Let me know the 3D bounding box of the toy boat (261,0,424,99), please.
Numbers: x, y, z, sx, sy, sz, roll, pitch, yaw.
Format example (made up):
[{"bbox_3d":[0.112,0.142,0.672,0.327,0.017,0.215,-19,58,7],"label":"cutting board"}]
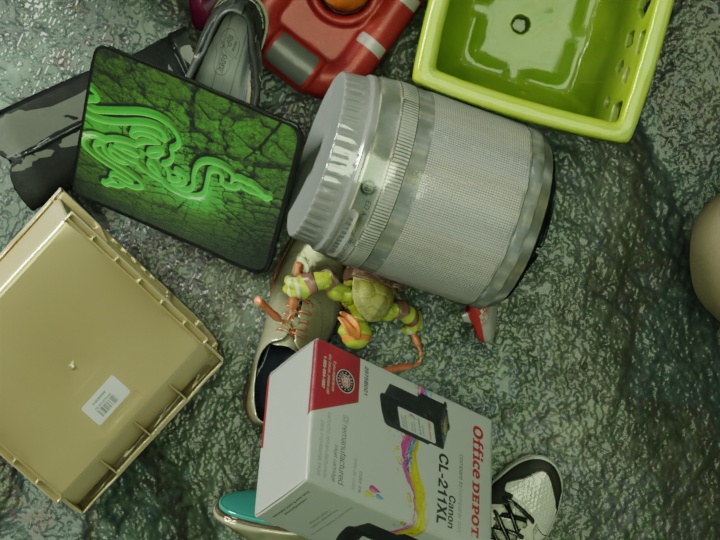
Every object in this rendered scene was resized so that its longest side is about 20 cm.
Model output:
[{"bbox_3d":[-0.012,-0.254,1.689,0.130,0.131,0.201,36,89,-3],"label":"toy boat"}]

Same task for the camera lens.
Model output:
[{"bbox_3d":[0.054,-0.067,1.608,0.198,0.160,0.162,18,90,-12],"label":"camera lens"}]

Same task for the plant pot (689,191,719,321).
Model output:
[{"bbox_3d":[0.372,-0.012,1.698,0.133,0.200,0.203,1,91,33],"label":"plant pot"}]

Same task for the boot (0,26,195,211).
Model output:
[{"bbox_3d":[-0.215,-0.104,1.715,0.198,0.066,0.166,-25,91,-3],"label":"boot"}]

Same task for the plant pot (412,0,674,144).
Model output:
[{"bbox_3d":[0.155,-0.225,1.672,0.198,0.181,0.201,16,90,-3],"label":"plant pot"}]

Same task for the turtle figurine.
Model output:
[{"bbox_3d":[0.000,0.000,1.694,0.199,0.064,0.163,20,73,-36],"label":"turtle figurine"}]

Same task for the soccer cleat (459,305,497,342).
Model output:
[{"bbox_3d":[0.120,-0.037,1.732,0.084,0.069,0.202,-6,87,2],"label":"soccer cleat"}]

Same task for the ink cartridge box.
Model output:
[{"bbox_3d":[0.016,0.169,1.655,0.199,0.083,0.147,25,48,-27],"label":"ink cartridge box"}]

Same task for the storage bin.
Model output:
[{"bbox_3d":[-0.257,0.074,1.684,0.200,0.094,0.198,-47,108,-2],"label":"storage bin"}]

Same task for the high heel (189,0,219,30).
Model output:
[{"bbox_3d":[-0.101,-0.311,1.735,0.067,0.096,0.202,22,70,-20],"label":"high heel"}]

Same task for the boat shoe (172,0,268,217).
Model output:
[{"bbox_3d":[-0.123,-0.139,1.647,0.074,0.066,0.201,19,100,-4],"label":"boat shoe"}]

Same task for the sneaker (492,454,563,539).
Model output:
[{"bbox_3d":[0.119,0.256,1.725,0.075,0.088,0.201,38,88,-1],"label":"sneaker"}]

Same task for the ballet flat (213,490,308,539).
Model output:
[{"bbox_3d":[-0.034,0.238,1.733,0.198,0.069,0.070,0,91,-3],"label":"ballet flat"}]

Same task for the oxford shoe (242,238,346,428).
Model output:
[{"bbox_3d":[-0.054,0.049,1.720,0.070,0.074,0.202,14,90,-2],"label":"oxford shoe"}]

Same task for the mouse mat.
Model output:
[{"bbox_3d":[-0.152,-0.094,1.639,0.198,0.008,0.162,23,127,10],"label":"mouse mat"}]
